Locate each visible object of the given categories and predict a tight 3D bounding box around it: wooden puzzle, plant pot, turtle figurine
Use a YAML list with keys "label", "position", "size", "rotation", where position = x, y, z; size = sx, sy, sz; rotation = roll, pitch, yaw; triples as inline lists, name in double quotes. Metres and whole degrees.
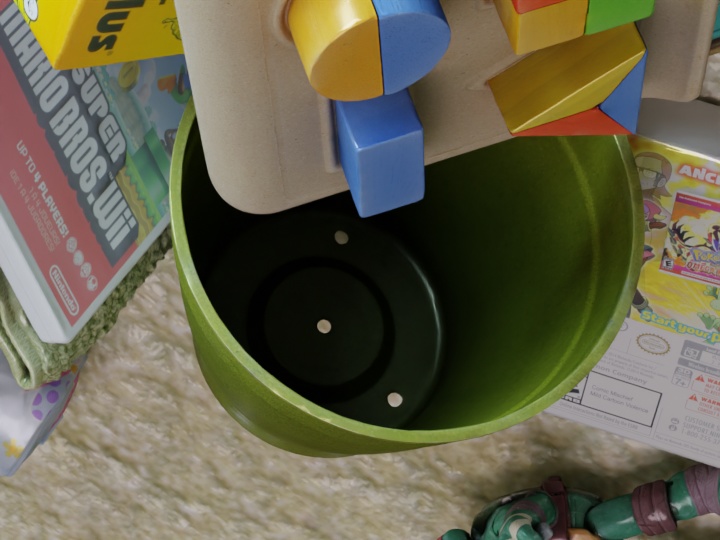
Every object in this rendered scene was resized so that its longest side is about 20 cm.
- label: "wooden puzzle"
  position: [0.038, -0.080, 0.819]
  size: [0.199, 0.046, 0.185]
  rotation: [-13, 154, -4]
- label: "plant pot"
  position: [0.000, 0.000, 1.004]
  size: [0.200, 0.201, 0.193]
  rotation: [29, 159, -3]
- label: "turtle figurine"
  position: [0.105, 0.153, 1.158]
  size: [0.199, 0.101, 0.150]
  rotation: [-13, 139, 13]

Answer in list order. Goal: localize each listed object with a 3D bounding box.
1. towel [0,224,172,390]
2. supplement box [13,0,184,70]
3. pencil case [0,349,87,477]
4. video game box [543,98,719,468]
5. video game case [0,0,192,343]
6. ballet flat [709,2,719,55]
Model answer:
- label: "towel"
  position: [-0.120, -0.058, 1.003]
  size: [0.036, 0.200, 0.149]
  rotation: [2, 130, 33]
- label: "supplement box"
  position: [-0.102, -0.191, 0.877]
  size: [0.200, 0.109, 0.109]
  rotation: [57, 138, 25]
- label: "pencil case"
  position: [-0.246, 0.029, 1.210]
  size: [0.200, 0.083, 0.091]
  rotation: [33, 148, -6]
- label: "video game box"
  position: [0.192, 0.019, 1.042]
  size: [0.199, 0.047, 0.183]
  rotation: [18, 135, 8]
- label: "video game case"
  position: [-0.107, -0.086, 0.972]
  size: [0.017, 0.200, 0.143]
  rotation: [2, 130, 34]
- label: "ballet flat"
  position: [0.066, -0.109, 0.919]
  size: [0.199, 0.069, 0.063]
  rotation: [-2, 166, -20]
